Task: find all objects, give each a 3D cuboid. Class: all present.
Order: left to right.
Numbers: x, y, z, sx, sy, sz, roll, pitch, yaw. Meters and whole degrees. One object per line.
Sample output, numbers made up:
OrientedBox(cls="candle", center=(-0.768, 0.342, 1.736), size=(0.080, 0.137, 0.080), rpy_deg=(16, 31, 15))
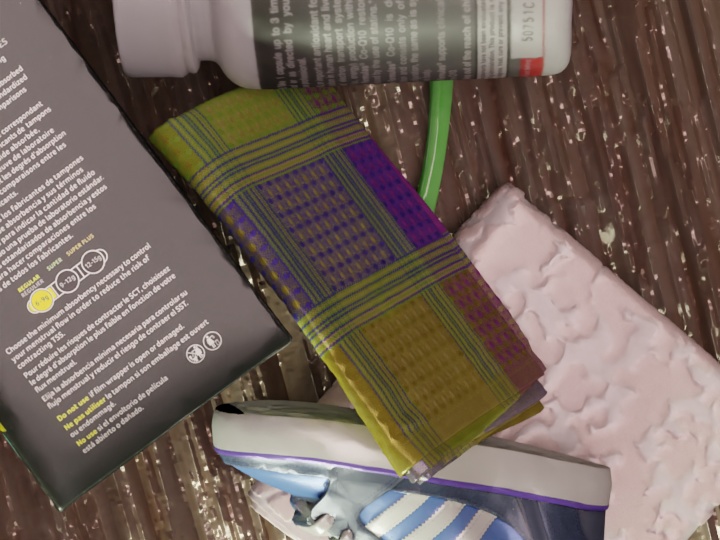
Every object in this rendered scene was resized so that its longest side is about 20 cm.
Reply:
OrientedBox(cls="tampon box", center=(-0.146, -0.020, 1.097), size=(0.126, 0.150, 0.200), rpy_deg=(-36, 100, -3))
OrientedBox(cls="pill bottle", center=(-0.008, -0.139, 1.099), size=(0.200, 0.114, 0.114), rpy_deg=(-3, 97, 1))
OrientedBox(cls="towel", center=(0.000, 0.000, 1.114), size=(0.023, 0.144, 0.200), rpy_deg=(-40, 84, 32))
OrientedBox(cls="sneaker", center=(0.017, 0.145, 1.145), size=(0.200, 0.081, 0.147), rpy_deg=(11, 92, -15))
OrientedBox(cls="lime squeezer", center=(0.073, -0.125, 1.175), size=(0.071, 0.038, 0.200), rpy_deg=(40, 87, -8))
OrientedBox(cls="towel", center=(0.077, 0.090, 1.204), size=(0.191, 0.032, 0.200), rpy_deg=(39, 90, -12))
